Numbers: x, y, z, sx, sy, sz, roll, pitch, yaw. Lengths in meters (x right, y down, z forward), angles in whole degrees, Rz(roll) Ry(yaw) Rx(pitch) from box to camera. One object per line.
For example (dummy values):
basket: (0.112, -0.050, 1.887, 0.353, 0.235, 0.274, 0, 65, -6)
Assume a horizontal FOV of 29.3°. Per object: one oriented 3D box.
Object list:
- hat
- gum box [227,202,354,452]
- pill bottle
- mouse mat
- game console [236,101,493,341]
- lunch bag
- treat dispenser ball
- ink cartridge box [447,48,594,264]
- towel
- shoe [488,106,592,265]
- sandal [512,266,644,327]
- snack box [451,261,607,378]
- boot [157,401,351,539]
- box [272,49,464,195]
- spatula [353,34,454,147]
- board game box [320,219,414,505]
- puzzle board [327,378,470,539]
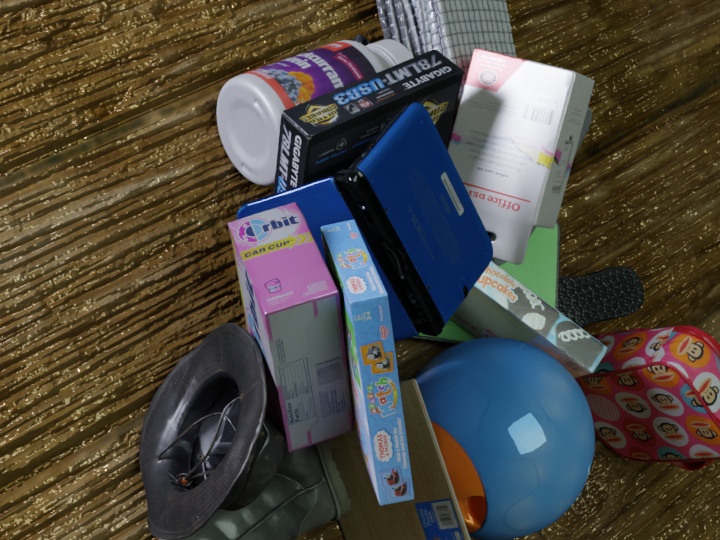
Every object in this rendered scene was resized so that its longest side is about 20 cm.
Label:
hat: (-0.116, 0.150, 1.223, 0.081, 0.200, 0.201, 26, 67, -31)
gum box: (-0.059, 0.056, 1.213, 0.066, 0.201, 0.114, -17, 47, -11)
pill bottle: (-0.036, -0.167, 1.387, 0.200, 0.111, 0.112, -26, 95, -35)
mouse mat: (0.125, 0.004, 1.495, 0.199, 0.008, 0.162, 9, 76, -17)
game console: (0.010, -0.035, 1.298, 0.171, 0.118, 0.200, -51, 130, -29)
lunch bag: (0.335, 0.150, 1.522, 0.082, 0.200, 0.176, -47, 110, -30)
treat dispenser ball: (0.134, 0.168, 1.380, 0.200, 0.201, 0.202, 7, 77, -33)
ink cartridge box: (0.153, -0.115, 1.416, 0.067, 0.116, 0.201, 2, 105, -63)
towel: (0.093, -0.275, 1.496, 0.165, 0.085, 0.201, -18, 96, -54)
shoe: (0.165, -0.109, 1.499, 0.201, 0.091, 0.071, -60, 156, -2)
sandal: (0.229, 0.038, 1.557, 0.200, 0.048, 0.076, -4, 81, -26)
snack box: (0.146, 0.044, 1.428, 0.200, 0.116, 0.037, 36, 70, -8)
boot: (-0.117, 0.211, 1.292, 0.200, 0.072, 0.182, -29, 95, -28)
box: (0.002, -0.099, 1.356, 0.200, 0.199, 0.050, -27, 54, -33)
spatula: (0.057, -0.178, 1.505, 0.200, 0.021, 0.057, 47, 49, -15)
board game box: (0.006, 0.078, 1.196, 0.036, 0.151, 0.201, -12, 117, -6)
puzzle board: (0.030, 0.212, 1.335, 0.017, 0.150, 0.201, -22, 94, -50)
